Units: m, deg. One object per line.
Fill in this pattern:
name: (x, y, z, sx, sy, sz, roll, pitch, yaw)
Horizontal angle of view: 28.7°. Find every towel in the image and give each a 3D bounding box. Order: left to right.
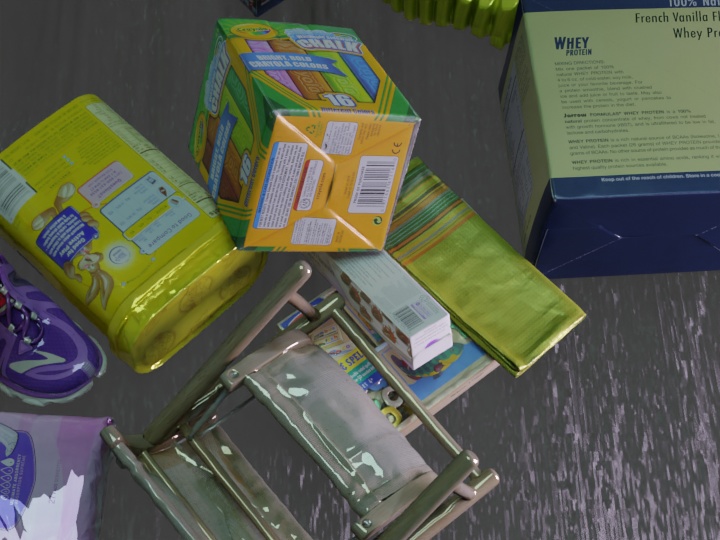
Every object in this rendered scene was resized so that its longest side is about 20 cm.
towel: (0.084, -0.007, 1.146, 0.086, 0.018, 0.200, -39, 71, -21)

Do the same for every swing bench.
swing bench: (-0.042, 0.138, 1.020, 0.200, 0.130, 0.199, -42, 71, 0)

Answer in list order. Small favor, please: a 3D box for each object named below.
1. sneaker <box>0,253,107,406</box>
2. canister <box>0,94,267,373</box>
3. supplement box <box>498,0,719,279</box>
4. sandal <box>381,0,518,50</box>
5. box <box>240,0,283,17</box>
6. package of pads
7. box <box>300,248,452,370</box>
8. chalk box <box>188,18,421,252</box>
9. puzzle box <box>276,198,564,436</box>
sneaker: (-0.284, 0.028, 1.093, 0.200, 0.083, 0.081, 37, 65, 14)
canister: (-0.195, -0.035, 1.132, 0.200, 0.087, 0.148, 41, 65, 18)
supplement box: (0.231, -0.114, 1.176, 0.200, 0.134, 0.200, -3, 62, -5)
sandal: (0.094, -0.266, 1.287, 0.200, 0.080, 0.087, 24, 59, 0)
box: (-0.064, -0.340, 1.333, 0.200, 0.038, 0.137, -37, 70, -21)
package of pads: (-0.281, 0.163, 1.025, 0.200, 0.076, 0.121, 4, 59, -2)
box: (0.000, 0.000, 1.118, 0.041, 0.039, 0.200, -29, 49, -19)
chalk box: (-0.057, -0.119, 1.115, 0.124, 0.125, 0.200, 0, 34, -25)
puzzle box: (0.049, 0.041, 1.142, 0.200, 0.025, 0.133, -35, 69, -20)
